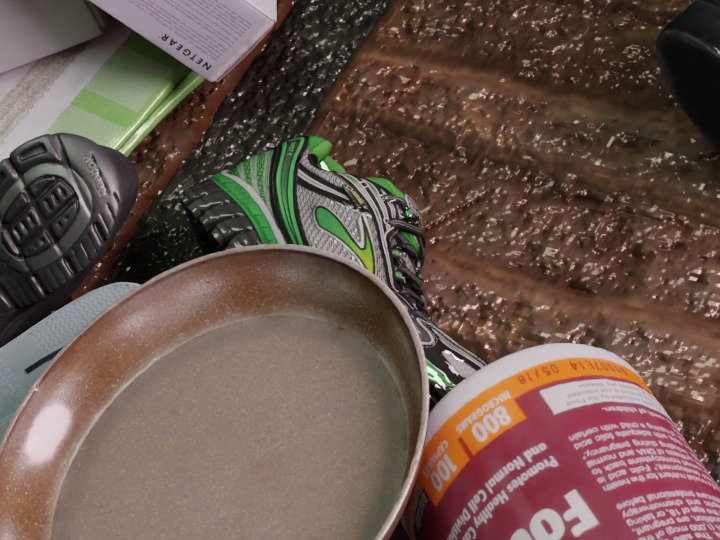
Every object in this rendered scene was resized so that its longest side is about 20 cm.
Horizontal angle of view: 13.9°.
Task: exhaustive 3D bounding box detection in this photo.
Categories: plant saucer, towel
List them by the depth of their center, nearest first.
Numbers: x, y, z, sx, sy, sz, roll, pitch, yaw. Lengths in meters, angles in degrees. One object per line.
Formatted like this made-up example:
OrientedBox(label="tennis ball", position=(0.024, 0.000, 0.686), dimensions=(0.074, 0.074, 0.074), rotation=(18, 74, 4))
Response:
OrientedBox(label="plant saucer", position=(-0.057, 0.080, 1.162), dimensions=(0.200, 0.032, 0.201), rotation=(-18, 48, 21))
OrientedBox(label="towel", position=(-0.181, -0.095, 1.473), dimensions=(0.200, 0.031, 0.149), rotation=(28, 69, 34))

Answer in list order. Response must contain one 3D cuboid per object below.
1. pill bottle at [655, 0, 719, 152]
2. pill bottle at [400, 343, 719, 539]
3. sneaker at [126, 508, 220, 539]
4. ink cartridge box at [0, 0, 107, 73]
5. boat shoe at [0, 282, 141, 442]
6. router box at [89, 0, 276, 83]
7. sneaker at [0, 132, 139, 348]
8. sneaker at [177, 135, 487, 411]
OrientedBox(label="pill bottle", position=(0.228, -0.131, 1.279), dimensions=(0.200, 0.112, 0.112), rotation=(-40, 49, -12))
OrientedBox(label="pill bottle", position=(0.101, 0.131, 1.114), dimensions=(0.114, 0.114, 0.200), rotation=(-30, 47, -3))
OrientedBox(label="sneaker", position=(-0.068, 0.147, 1.194), dimensions=(0.078, 0.079, 0.200), rotation=(0, 55, 21))
OrientedBox(label="ink cartridge box", position=(-0.238, -0.157, 1.465), dimensions=(0.200, 0.085, 0.145), rotation=(-20, 51, 4))
OrientedBox(label="boat shoe", position=(-0.164, 0.081, 1.286), dimensions=(0.200, 0.067, 0.074), rotation=(-25, 41, -6))
OrientedBox(label="router box", position=(-0.130, -0.206, 1.410), dimensions=(0.049, 0.200, 0.180), rotation=(-42, 29, 28))
OrientedBox(label="sneaker", position=(-0.174, 0.014, 1.350), dimensions=(0.200, 0.091, 0.076), rotation=(-37, 86, 14))
OrientedBox(label="sneaker", position=(0.000, 0.000, 1.285), dimensions=(0.085, 0.078, 0.200), rotation=(-36, 48, -10))
